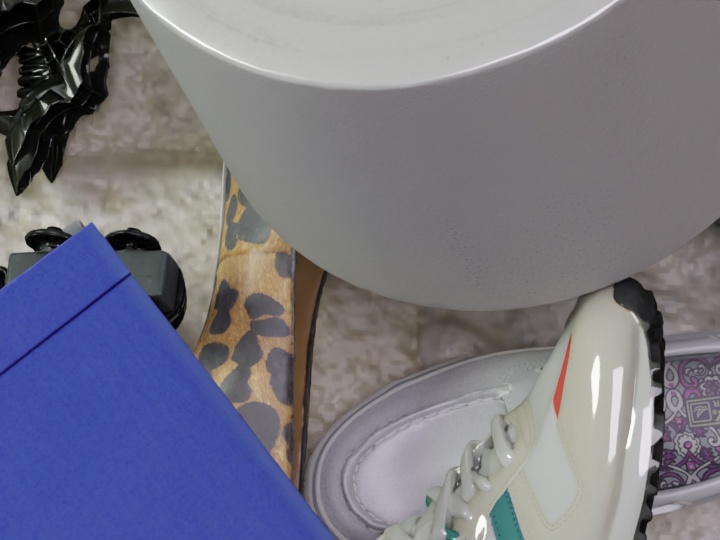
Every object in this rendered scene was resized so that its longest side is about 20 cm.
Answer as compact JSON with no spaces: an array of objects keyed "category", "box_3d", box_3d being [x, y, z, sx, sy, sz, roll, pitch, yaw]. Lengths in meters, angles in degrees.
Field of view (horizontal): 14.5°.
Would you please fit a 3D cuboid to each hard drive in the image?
[{"category":"hard drive","box_3d":[-0.059,0.101,0.777,0.200,0.025,0.132,53,50,-2]}]

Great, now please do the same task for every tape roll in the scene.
[{"category":"tape roll","box_3d":[0.030,-0.108,0.829,0.201,0.139,0.204,-6,63,12]}]

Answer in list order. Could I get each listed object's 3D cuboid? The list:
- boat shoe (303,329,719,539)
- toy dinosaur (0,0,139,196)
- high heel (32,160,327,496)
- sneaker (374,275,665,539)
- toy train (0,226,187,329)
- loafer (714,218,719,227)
[{"category":"boat shoe","box_3d":[0.080,0.056,0.927,0.198,0.069,0.073,-5,80,-6]},{"category":"toy dinosaur","box_3d":[-0.149,-0.106,0.933,0.136,0.102,0.201,38,100,20]},{"category":"high heel","box_3d":[0.000,0.000,0.915,0.200,0.071,0.143,-37,66,4]},{"category":"sneaker","box_3d":[0.033,0.092,0.868,0.093,0.070,0.201,14,110,1]},{"category":"toy train","box_3d":[-0.150,0.007,0.910,0.199,0.046,0.034,0,66,16]},{"category":"loafer","box_3d":[0.111,-0.099,0.944,0.075,0.070,0.201,-29,84,-6]}]
